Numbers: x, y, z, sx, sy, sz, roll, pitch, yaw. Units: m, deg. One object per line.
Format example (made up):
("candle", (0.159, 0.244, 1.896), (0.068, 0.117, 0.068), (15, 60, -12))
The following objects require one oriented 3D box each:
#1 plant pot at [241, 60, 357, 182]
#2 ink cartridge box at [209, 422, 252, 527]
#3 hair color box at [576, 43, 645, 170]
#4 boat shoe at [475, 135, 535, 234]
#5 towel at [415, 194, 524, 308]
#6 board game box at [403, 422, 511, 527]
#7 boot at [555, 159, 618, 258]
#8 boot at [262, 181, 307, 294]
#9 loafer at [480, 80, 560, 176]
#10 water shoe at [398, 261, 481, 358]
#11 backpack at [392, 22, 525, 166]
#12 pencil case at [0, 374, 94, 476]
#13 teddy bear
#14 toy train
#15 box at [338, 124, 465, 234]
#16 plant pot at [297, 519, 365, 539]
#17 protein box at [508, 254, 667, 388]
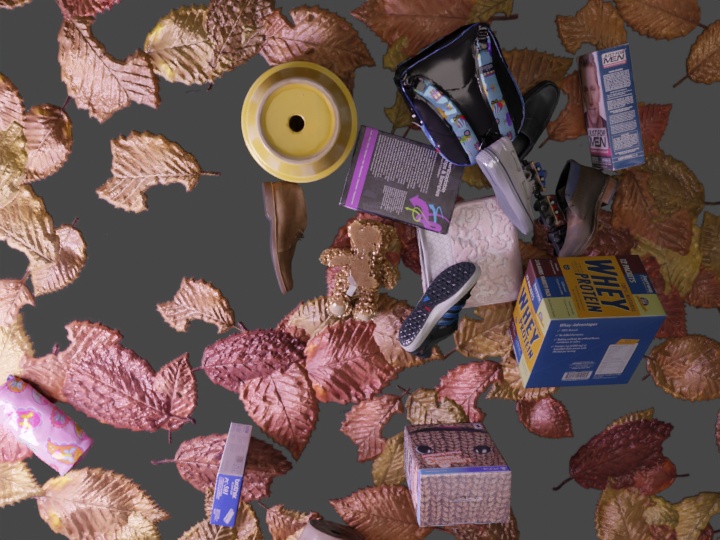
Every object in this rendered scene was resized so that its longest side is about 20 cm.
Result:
("plant pot", (-0.100, -0.240, 1.093), (0.199, 0.189, 0.203), (-1, 102, -3))
("ink cartridge box", (-0.227, 0.357, 1.194), (0.044, 0.200, 0.095), (10, 100, -6))
("hair color box", (0.433, -0.281, 1.169), (0.060, 0.100, 0.202), (-13, 101, 0))
("boat shoe", (0.266, -0.141, 1.139), (0.067, 0.074, 0.200), (-39, 134, 1))
("towel", (0.202, -0.030, 1.237), (0.189, 0.032, 0.202), (-10, 103, -2))
("board game box", (0.169, 0.365, 1.226), (0.158, 0.200, 0.098), (-1, 101, -4))
("boot", (0.376, -0.102, 1.206), (0.097, 0.075, 0.201), (30, 76, -4))
("boot", (-0.126, -0.058, 1.191), (0.075, 0.074, 0.202), (-6, 100, -13))
("loafer", (0.287, -0.242, 1.181), (0.068, 0.070, 0.201), (33, 97, -10))
("water shoe", (0.151, 0.070, 1.217), (0.200, 0.072, 0.079), (-48, 129, 6))
("backpack", (0.171, -0.288, 1.130), (0.182, 0.135, 0.201), (-33, 109, 3))
("pencil case", (-0.583, 0.280, 1.216), (0.200, 0.087, 0.088), (42, 96, -10))
("teddy bear", (0.000, 0.000, 1.218), (0.144, 0.067, 0.202), (-2, 108, 6))
("toy train", (0.343, -0.115, 1.228), (0.046, 0.034, 0.201), (-31, 104, -13))
("box", (0.076, -0.157, 1.184), (0.198, 0.036, 0.144), (16, 90, -2))
("plant pot", (-0.069, 0.577, 1.272), (0.199, 0.200, 0.175), (18, 82, -7))
("protein box", (0.385, 0.092, 1.176), (0.197, 0.136, 0.201), (-2, 137, -4))
